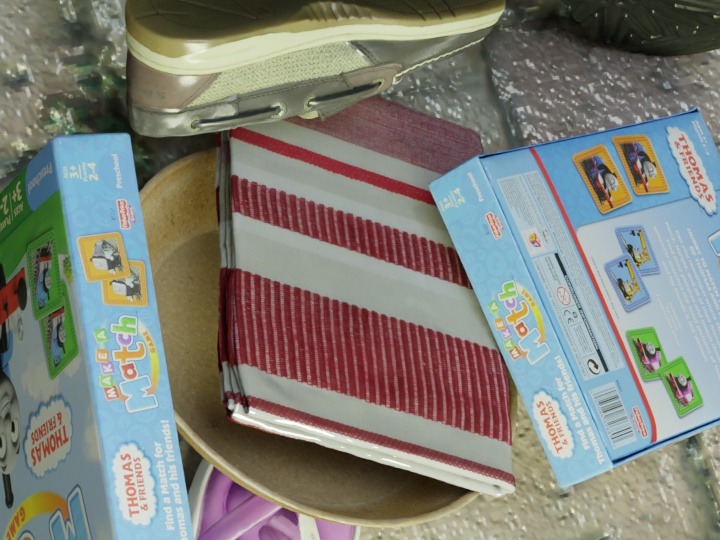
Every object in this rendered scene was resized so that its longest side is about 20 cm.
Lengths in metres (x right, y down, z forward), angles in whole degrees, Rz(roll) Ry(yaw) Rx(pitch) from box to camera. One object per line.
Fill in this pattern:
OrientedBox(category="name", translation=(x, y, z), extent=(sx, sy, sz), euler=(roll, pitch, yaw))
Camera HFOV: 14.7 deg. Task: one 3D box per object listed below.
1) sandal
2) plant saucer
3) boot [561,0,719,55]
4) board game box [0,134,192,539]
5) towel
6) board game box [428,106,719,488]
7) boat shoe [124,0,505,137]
OrientedBox(category="sandal", translation=(-0.045, 0.139, 1.199), extent=(0.082, 0.050, 0.203), euler=(31, 60, -15))
OrientedBox(category="plant saucer", translation=(-0.024, 0.035, 1.234), extent=(0.200, 0.035, 0.200), euler=(19, 47, -21))
OrientedBox(category="boot", translation=(0.131, -0.211, 1.367), extent=(0.211, 0.079, 0.158), euler=(33, 57, -48))
OrientedBox(category="board game box", translation=(-0.118, 0.065, 1.118), extent=(0.037, 0.151, 0.200), euler=(-3, 73, -28))
OrientedBox(category="towel", translation=(0.000, 0.000, 1.239), extent=(0.144, 0.023, 0.200), euler=(17, 49, -26))
OrientedBox(category="board game box", translation=(0.129, 0.008, 1.311), extent=(0.200, 0.037, 0.152), euler=(-15, 79, -51))
OrientedBox(category="boat shoe", translation=(-0.024, -0.100, 1.237), extent=(0.201, 0.066, 0.072), euler=(-13, 44, -40))
